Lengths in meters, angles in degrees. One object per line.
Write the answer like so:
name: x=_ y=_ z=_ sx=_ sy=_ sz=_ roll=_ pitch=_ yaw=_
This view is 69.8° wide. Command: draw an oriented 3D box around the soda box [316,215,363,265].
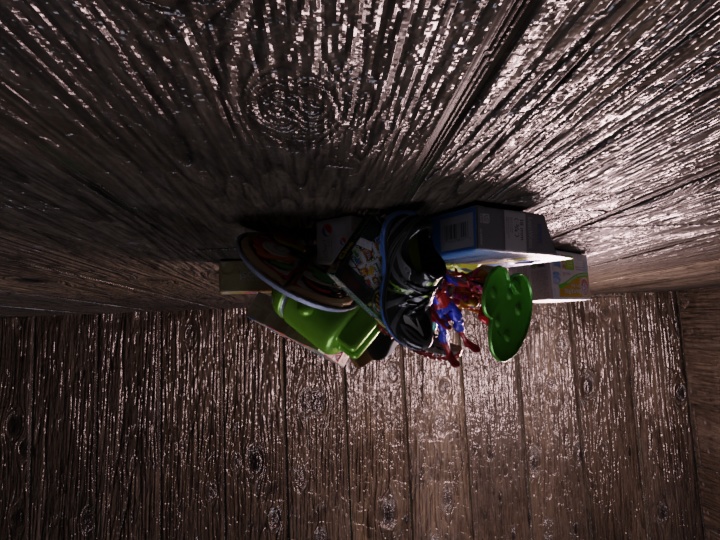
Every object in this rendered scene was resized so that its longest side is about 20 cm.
soda box: x=0.021 y=-0.035 z=0.799 sx=0.068 sy=0.064 sz=0.200 roll=-7 pitch=172 yaw=36

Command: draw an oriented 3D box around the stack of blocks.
stack of blocks: x=-0.121 y=0.118 z=1.049 sx=0.200 sy=0.059 sz=0.115 roll=20 pitch=165 yaw=32

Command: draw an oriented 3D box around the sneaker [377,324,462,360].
sneaker: x=0.088 y=0.092 z=0.900 sx=0.200 sy=0.082 sz=0.078 roll=29 pitch=173 yaw=19

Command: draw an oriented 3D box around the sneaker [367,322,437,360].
sneaker: x=0.092 y=0.112 z=1.060 sx=0.121 sy=0.084 sz=0.200 roll=-13 pitch=154 yaw=-29

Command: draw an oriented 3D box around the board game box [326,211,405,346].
board game box: x=0.040 y=0.018 z=0.740 sx=0.023 sy=0.105 sz=0.200 roll=16 pitch=156 yaw=45

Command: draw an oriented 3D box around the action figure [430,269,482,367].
action figure: x=0.140 y=0.069 z=0.761 sx=0.065 sy=0.200 sz=0.099 roll=-34 pitch=-149 yaw=-11

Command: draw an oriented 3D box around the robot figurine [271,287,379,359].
robot figurine: x=-0.065 y=0.061 z=0.868 sx=0.200 sy=0.116 sz=0.176 roll=36 pitch=164 yaw=19

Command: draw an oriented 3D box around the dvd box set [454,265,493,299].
dvd box set: x=0.209 y=0.015 z=1.072 sx=0.146 sy=0.029 sz=0.200 roll=5 pitch=-163 yaw=27

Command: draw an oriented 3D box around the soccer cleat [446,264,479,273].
soccer cleat: x=0.135 y=-0.021 z=0.958 sx=0.200 sy=0.065 sz=0.084 roll=-2 pitch=171 yaw=2

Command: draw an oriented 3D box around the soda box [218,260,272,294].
soda box: x=-0.201 y=0.014 z=1.110 sx=0.200 sy=0.068 sz=0.064 roll=-1 pitch=174 yaw=-15

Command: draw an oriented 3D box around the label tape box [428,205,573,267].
label tape box: x=0.194 y=-0.045 z=0.770 sx=0.200 sy=0.063 sz=0.144 roll=2 pitch=174 yaw=-33

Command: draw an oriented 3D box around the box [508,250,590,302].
box: x=0.437 y=0.017 z=1.189 sx=0.200 sy=0.113 sz=0.101 roll=2 pitch=172 yaw=-44

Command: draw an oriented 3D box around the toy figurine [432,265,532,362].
toy figurine: x=0.172 y=0.051 z=0.892 sx=0.184 sy=0.150 sz=0.200 roll=12 pitch=157 yaw=40

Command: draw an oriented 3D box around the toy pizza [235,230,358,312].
toy pizza: x=-0.085 y=-0.009 z=0.753 sx=0.200 sy=0.032 sz=0.200 roll=28 pitch=-164 yaw=-9

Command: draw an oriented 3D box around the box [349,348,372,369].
box: x=0.001 y=0.099 z=1.168 sx=0.163 sy=0.200 sz=0.021 roll=-29 pitch=167 yaw=-31

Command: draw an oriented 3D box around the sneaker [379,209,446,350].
sneaker: x=0.072 y=0.019 z=0.693 sx=0.071 sy=0.200 sz=0.083 roll=-17 pitch=-160 yaw=-34
